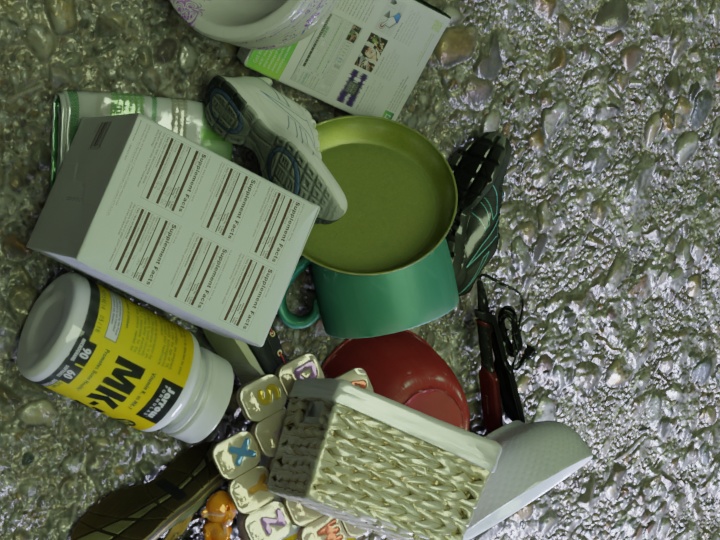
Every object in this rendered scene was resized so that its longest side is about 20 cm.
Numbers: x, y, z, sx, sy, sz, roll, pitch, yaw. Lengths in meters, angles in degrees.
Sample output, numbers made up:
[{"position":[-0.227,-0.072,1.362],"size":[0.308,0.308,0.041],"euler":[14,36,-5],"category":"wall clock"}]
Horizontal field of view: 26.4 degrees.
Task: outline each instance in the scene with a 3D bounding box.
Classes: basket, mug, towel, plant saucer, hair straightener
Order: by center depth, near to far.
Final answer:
[{"position":[0.020,0.201,1.559],"size":[0.199,0.135,0.124],"euler":[23,78,-21],"category":"basket"},{"position":[-0.220,-0.104,1.571],"size":[0.198,0.031,0.151],"euler":[1,97,-32],"category":"towel"},{"position":[0.001,-0.073,1.596],"size":[0.199,0.200,0.031],"euler":[-35,155,-22],"category":"plant saucer"},{"position":[0.009,-0.001,1.654],"size":[0.184,0.152,0.116],"euler":[-19,104,-28],"category":"mug"},{"position":[0.171,0.095,1.825],"size":[0.076,0.041,0.202],"euler":[-21,110,-28],"category":"hair straightener"}]

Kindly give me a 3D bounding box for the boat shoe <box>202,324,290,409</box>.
[{"position":[-0.099,0.112,1.648],"size":[0.063,0.073,0.202],"euler":[-44,122,-32],"category":"boat shoe"}]

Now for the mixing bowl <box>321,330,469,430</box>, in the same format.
[{"position":[0.050,0.170,1.728],"size":[0.199,0.108,0.202],"euler":[-5,99,-32],"category":"mixing bowl"}]

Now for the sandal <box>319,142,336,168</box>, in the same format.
[{"position":[-0.083,-0.065,1.643],"size":[0.082,0.055,0.200],"euler":[43,71,-7],"category":"sandal"}]

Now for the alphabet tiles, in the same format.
[{"position":[-0.052,0.195,1.608],"size":[0.195,0.015,0.202],"euler":[-26,96,-25],"category":"alphabet tiles"}]

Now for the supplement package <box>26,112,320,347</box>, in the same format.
[{"position":[-0.181,-0.041,1.464],"size":[0.199,0.191,0.148],"euler":[26,83,-26],"category":"supplement package"}]

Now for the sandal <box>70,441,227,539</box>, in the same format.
[{"position":[-0.209,0.253,1.609],"size":[0.199,0.080,0.054],"euler":[-33,134,-28],"category":"sandal"}]

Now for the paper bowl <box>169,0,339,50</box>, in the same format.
[{"position":[-0.095,-0.322,1.528],"size":[0.104,0.199,0.203],"euler":[4,95,-61],"category":"paper bowl"}]

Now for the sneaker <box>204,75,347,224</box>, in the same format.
[{"position":[-0.072,-0.133,1.571],"size":[0.087,0.075,0.200],"euler":[-23,68,-42],"category":"sneaker"}]

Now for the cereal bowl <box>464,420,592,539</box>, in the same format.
[{"position":[0.166,0.234,1.778],"size":[0.199,0.200,0.084],"euler":[-25,73,-26],"category":"cereal bowl"}]

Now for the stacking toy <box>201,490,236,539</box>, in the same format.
[{"position":[-0.151,0.327,1.618],"size":[0.115,0.109,0.202],"euler":[-6,104,-31],"category":"stacking toy"}]

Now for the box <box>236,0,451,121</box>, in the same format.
[{"position":[-0.017,-0.251,1.647],"size":[0.199,0.036,0.145],"euler":[21,105,-33],"category":"box"}]

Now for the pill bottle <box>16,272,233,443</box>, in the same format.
[{"position":[-0.233,0.093,1.540],"size":[0.199,0.114,0.115],"euler":[29,81,-31],"category":"pill bottle"}]

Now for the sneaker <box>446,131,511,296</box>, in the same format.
[{"position":[0.127,-0.063,1.775],"size":[0.079,0.075,0.201],"euler":[24,90,-45],"category":"sneaker"}]

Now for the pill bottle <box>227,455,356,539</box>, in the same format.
[{"position":[-0.067,0.293,1.671],"size":[0.112,0.112,0.201],"euler":[-33,112,-23],"category":"pill bottle"}]
